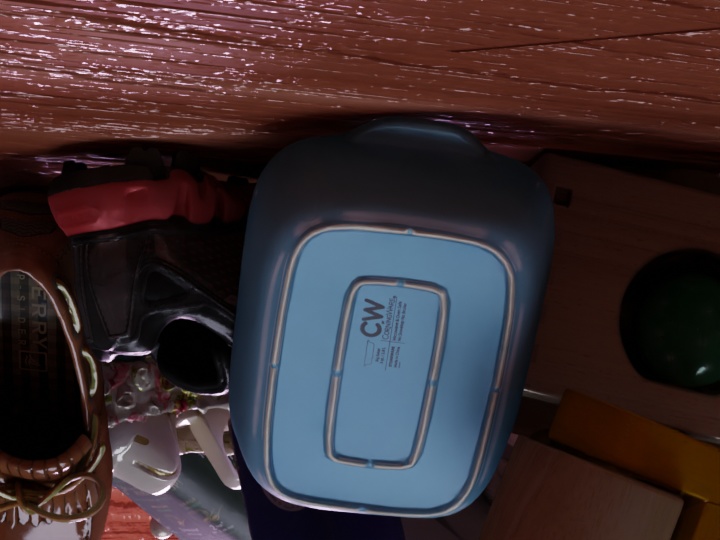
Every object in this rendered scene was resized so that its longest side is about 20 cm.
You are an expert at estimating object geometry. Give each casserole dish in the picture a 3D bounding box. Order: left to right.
[{"bbox_3d":[0.010,0.030,1.049,0.120,0.201,0.039,6,-141,-4],"label":"casserole dish"}]

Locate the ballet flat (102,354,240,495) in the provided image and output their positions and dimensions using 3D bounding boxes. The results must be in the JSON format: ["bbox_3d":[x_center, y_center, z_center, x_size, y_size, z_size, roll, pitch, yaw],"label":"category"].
[{"bbox_3d":[-0.077,0.071,1.239,0.199,0.064,0.076,-4,154,-25],"label":"ballet flat"}]

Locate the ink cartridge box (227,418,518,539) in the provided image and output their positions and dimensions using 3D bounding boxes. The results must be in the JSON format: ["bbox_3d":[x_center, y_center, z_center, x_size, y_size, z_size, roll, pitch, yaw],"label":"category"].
[{"bbox_3d":[0.049,0.151,1.205,0.199,0.201,0.041,9,142,-33],"label":"ink cartridge box"}]

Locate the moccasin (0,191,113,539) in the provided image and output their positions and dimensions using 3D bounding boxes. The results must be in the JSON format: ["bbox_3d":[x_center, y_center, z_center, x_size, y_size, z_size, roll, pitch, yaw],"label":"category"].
[{"bbox_3d":[-0.140,0.067,1.147,0.073,0.202,0.078,10,-146,-1],"label":"moccasin"}]

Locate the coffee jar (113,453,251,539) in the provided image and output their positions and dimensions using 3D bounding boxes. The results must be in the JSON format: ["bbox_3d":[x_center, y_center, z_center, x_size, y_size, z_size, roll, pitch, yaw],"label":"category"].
[{"bbox_3d":[-0.120,0.068,1.431,0.200,0.086,0.104,41,155,-27],"label":"coffee jar"}]

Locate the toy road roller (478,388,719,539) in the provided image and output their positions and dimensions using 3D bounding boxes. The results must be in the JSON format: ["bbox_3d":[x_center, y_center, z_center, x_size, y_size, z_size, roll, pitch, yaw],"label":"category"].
[{"bbox_3d":[0.094,0.120,1.104,0.146,0.124,0.200,20,178,43],"label":"toy road roller"}]

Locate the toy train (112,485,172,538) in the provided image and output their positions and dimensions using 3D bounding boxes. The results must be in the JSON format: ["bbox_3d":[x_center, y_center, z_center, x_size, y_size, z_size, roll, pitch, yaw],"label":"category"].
[{"bbox_3d":[-0.156,0.065,1.508,0.055,0.151,0.199,-31,148,33],"label":"toy train"}]

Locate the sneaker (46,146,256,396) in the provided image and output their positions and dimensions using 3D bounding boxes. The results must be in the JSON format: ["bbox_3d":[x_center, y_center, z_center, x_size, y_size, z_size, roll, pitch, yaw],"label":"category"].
[{"bbox_3d":[-0.045,0.004,1.128,0.200,0.099,0.071,3,172,-45],"label":"sneaker"}]

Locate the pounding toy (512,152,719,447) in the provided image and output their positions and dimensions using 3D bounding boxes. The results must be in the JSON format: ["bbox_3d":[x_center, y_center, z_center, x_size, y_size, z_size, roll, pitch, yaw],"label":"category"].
[{"bbox_3d":[0.150,0.008,1.158,0.183,0.143,0.200,14,170,-5],"label":"pounding toy"}]
